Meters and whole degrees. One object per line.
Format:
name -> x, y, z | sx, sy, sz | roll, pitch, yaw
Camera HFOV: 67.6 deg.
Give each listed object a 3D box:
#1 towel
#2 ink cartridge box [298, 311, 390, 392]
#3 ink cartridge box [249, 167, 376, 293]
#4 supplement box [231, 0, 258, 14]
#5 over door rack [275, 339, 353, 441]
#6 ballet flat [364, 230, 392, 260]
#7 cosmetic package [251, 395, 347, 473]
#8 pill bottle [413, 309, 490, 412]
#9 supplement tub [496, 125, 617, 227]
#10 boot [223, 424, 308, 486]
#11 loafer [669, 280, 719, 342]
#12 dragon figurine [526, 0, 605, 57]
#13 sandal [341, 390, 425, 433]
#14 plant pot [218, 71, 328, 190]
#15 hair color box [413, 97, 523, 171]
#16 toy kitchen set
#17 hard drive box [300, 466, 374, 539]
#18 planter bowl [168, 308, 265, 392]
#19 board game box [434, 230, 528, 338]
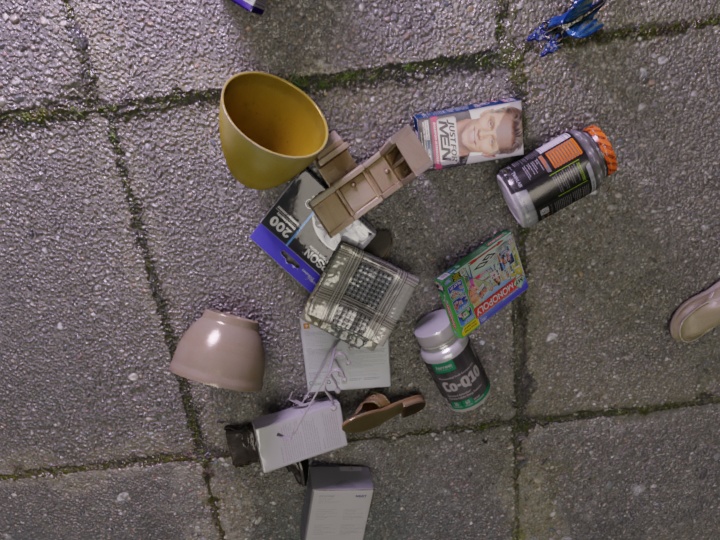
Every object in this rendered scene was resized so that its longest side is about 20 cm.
towel -> -0.003, 0.062, 1.103 | 0.189, 0.035, 0.203 | 25, 112, -16
ink cartridge box -> -0.032, 0.169, 1.195 | 0.193, 0.041, 0.206 | -4, 111, 1
ink cartridge box -> -0.102, -0.070, 1.094 | 0.197, 0.044, 0.201 | 40, 107, -9
supplement box -> -0.176, -0.548, 0.886 | 0.099, 0.104, 0.203 | 25, 110, -9
over door rack -> -0.084, 0.254, 1.128 | 0.066, 0.148, 0.201 | 38, 106, -8
ballet flat -> 0.000, 0.000, 1.130 | 0.201, 0.068, 0.046 | -51, 147, 14
cosmetic package -> -0.136, 0.365, 1.212 | 0.195, 0.071, 0.104 | -12, 97, -17
pill bottle -> 0.198, 0.195, 1.168 | 0.111, 0.114, 0.203 | -26, 109, 10
supplement tub -> 0.370, -0.180, 1.020 | 0.197, 0.123, 0.124 | -28, 109, 10
boot -> -0.225, 0.441, 1.291 | 0.170, 0.069, 0.205 | -18, 100, 7
loafer -> 0.758, 0.084, 1.153 | 0.075, 0.069, 0.200 | 39, 106, -14
dragon figurine -> 0.379, -0.437, 0.933 | 0.197, 0.100, 0.060 | -28, 110, 10
sandal -> 0.044, 0.311, 1.244 | 0.206, 0.071, 0.079 | -11, 139, -17
plant pot -> -0.173, -0.232, 0.978 | 0.197, 0.203, 0.142 | 28, 137, -11
hair color box -> 0.205, -0.258, 1.022 | 0.194, 0.061, 0.103 | -10, 112, 3
toy kitchen set -> -0.012, -0.188, 0.964 | 0.198, 0.180, 0.165 | -36, 96, -7
hard drive box -> -0.061, 0.591, 1.326 | 0.151, 0.077, 0.205 | 5, 112, -14
planter bowl -> -0.284, 0.160, 1.126 | 0.195, 0.200, 0.138 | 16, 84, -6
board game box -> 0.251, 0.027, 1.100 | 0.198, 0.029, 0.137 | -33, 112, -20
